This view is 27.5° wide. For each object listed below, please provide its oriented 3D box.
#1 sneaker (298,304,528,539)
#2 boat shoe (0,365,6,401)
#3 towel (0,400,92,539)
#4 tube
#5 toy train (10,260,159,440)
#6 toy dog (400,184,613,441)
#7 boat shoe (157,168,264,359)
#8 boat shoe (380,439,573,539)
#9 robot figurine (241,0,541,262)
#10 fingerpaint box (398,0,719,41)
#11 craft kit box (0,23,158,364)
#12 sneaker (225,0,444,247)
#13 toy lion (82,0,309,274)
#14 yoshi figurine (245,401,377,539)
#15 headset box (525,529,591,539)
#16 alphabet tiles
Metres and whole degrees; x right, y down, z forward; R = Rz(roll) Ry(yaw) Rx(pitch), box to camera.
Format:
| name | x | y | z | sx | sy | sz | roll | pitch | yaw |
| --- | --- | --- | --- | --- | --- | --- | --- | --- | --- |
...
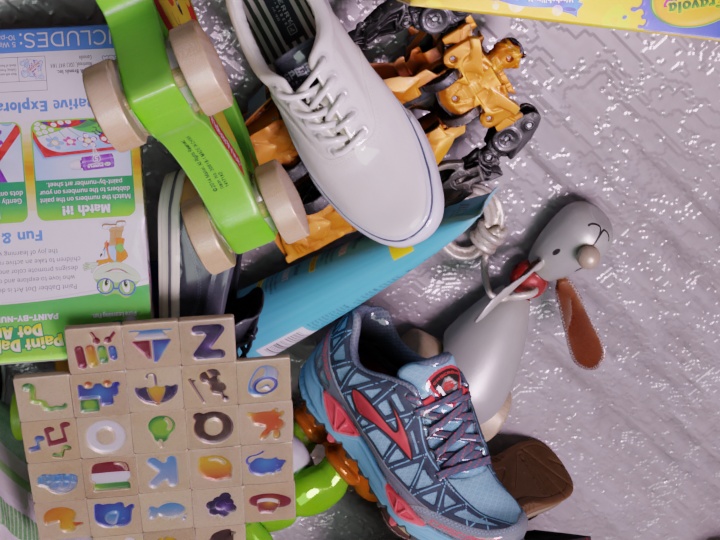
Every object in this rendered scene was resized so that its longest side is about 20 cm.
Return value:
| name | x | y | z | sx | sy | sz | roll | pitch | yaw |
| --- | --- | --- | --- | --- | --- | --- | --- | --- | --- |
| sneaker | 0.039 | 0.101 | 0.962 | 0.079 | 0.200 | 0.096 | -16 | 142 | -48 |
| boat shoe | -0.291 | 0.127 | 1.012 | 0.075 | 0.060 | 0.201 | 11 | 120 | -17 |
| towel | -0.200 | 0.199 | 0.973 | 0.023 | 0.201 | 0.153 | -22 | 143 | 12 |
| tube | 0.000 | 0.000 | 0.966 | 0.199 | 0.077 | 0.051 | -27 | 103 | 20 |
| toy train | -0.177 | 0.098 | 0.969 | 0.115 | 0.085 | 0.201 | -3 | 96 | 6 |
| toy dog | 0.099 | 0.049 | 1.011 | 0.131 | 0.096 | 0.201 | 9 | 121 | -16 |
| boat shoe | -0.092 | 0.033 | 0.930 | 0.062 | 0.075 | 0.201 | 2 | 114 | 0 |
| boat shoe | 0.075 | 0.172 | 1.070 | 0.200 | 0.072 | 0.072 | -6 | 149 | -52 |
| robot figurine | 0.012 | -0.095 | 0.924 | 0.199 | 0.058 | 0.145 | -29 | 124 | 10 |
| fingerpaint box | 0.125 | -0.223 | 0.825 | 0.199 | 0.073 | 0.168 | 5 | 105 | -13 |
| craft kit box | -0.225 | -0.043 | 0.874 | 0.199 | 0.049 | 0.199 | -3 | 94 | -6 |
| sneaker | -0.024 | -0.099 | 0.841 | 0.073 | 0.071 | 0.200 | -35 | 83 | 16 |
| toy lion | -0.106 | -0.124 | 0.815 | 0.068 | 0.192 | 0.200 | -23 | 145 | 5 |
| yoshi figurine | -0.077 | 0.183 | 1.041 | 0.200 | 0.112 | 0.112 | -33 | 83 | -10 |
| headset box | 0.094 | 0.296 | 1.052 | 0.148 | 0.077 | 0.201 | -1 | 85 | -29 |
| alphabet tiles | -0.124 | 0.112 | 0.917 | 0.165 | 0.006 | 0.201 | -5 | 125 | -7 |
